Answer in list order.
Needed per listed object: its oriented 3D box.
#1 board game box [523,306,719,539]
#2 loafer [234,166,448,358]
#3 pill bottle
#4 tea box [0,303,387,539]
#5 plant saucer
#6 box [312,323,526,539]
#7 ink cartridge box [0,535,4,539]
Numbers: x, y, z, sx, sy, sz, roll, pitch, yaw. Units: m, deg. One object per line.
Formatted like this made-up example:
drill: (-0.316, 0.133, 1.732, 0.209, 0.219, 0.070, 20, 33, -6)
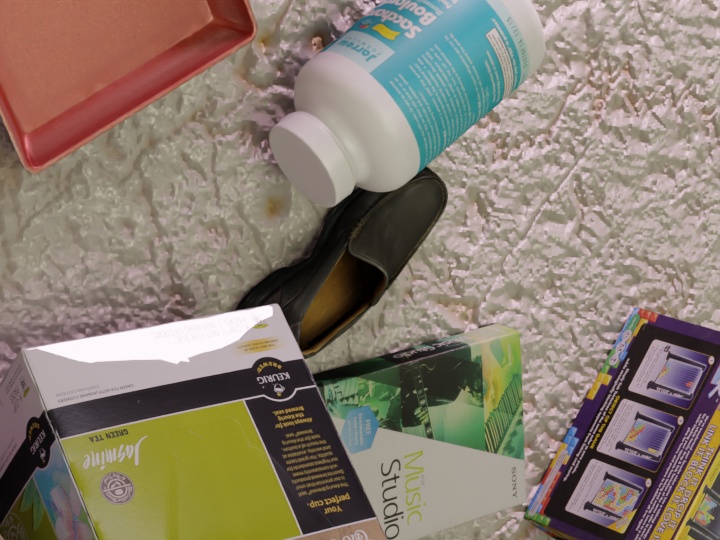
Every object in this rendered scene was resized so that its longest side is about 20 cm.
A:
board game box: (0.240, 0.140, 1.776, 0.057, 0.165, 0.201, 35, 80, -36)
loafer: (0.000, 0.000, 1.622, 0.200, 0.072, 0.073, -46, 122, -20)
pill bottle: (0.029, -0.131, 1.589, 0.200, 0.111, 0.111, -41, 122, -23)
tea box: (-0.121, 0.149, 1.473, 0.199, 0.134, 0.198, -9, 62, -34)
plant saucer: (-0.182, -0.197, 1.464, 0.199, 0.037, 0.201, -34, 118, -25)
box: (0.040, 0.132, 1.707, 0.199, 0.036, 0.145, -15, 110, -34)
ink cartridge box: (-0.280, 0.160, 1.392, 0.075, 0.165, 0.201, -38, 121, -16)
